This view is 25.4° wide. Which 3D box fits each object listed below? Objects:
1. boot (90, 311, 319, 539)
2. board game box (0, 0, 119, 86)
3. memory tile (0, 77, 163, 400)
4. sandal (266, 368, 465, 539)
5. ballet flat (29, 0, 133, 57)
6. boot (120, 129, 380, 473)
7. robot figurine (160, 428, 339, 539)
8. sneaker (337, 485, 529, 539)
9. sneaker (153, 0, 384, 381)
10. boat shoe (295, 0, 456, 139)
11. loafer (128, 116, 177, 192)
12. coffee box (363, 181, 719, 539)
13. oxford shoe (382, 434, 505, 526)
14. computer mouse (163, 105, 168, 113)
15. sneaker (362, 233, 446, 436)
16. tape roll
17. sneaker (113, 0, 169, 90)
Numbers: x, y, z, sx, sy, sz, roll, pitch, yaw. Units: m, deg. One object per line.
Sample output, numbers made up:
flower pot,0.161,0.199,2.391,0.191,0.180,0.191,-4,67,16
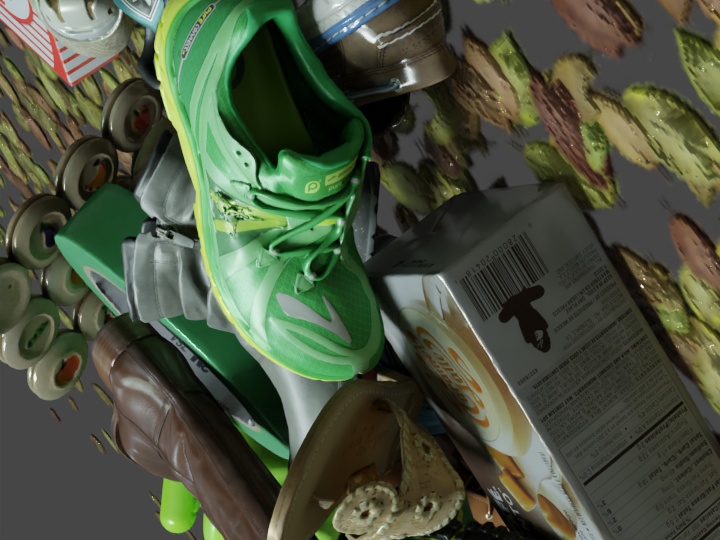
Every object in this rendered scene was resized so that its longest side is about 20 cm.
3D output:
boot,-0.073,0.137,0.937,0.200,0.064,0.187,44,168,30
board game box,-0.255,-0.242,1.112,0.200,0.046,0.152,42,157,30
memory tile,-0.175,-0.019,1.058,0.017,0.200,0.154,25,160,28
sandal,0.021,0.096,0.785,0.069,0.078,0.212,19,-169,11
ballet flat,-0.185,-0.192,0.990,0.201,0.067,0.063,80,-177,-51
boot,-0.061,0.025,0.850,0.068,0.130,0.201,-83,-2,-71
robot figurine,-0.052,0.152,1.139,0.200,0.174,0.116,-95,14,-62
sneaker,0.049,0.169,0.841,0.085,0.078,0.200,58,170,-22
sneaker,-0.034,-0.034,0.722,0.083,0.074,0.201,11,127,54
boat shoe,-0.016,-0.091,0.780,0.073,0.072,0.200,57,160,-5
loafer,-0.097,-0.036,1.072,0.075,0.068,0.200,0,156,10
coffee box,0.094,0.063,0.778,0.201,0.080,0.114,58,162,-12
oxford shoe,0.063,0.127,0.948,0.200,0.072,0.071,35,159,-13
computer mouse,-0.137,-0.159,1.002,0.059,0.034,0.200,43,158,26
sneaker,0.000,0.000,0.927,0.200,0.079,0.096,39,144,19
tape roll,-0.101,0.032,0.990,0.200,0.048,0.201,40,167,11
sneaker,-0.086,-0.161,0.810,0.071,0.080,0.200,45,158,23
